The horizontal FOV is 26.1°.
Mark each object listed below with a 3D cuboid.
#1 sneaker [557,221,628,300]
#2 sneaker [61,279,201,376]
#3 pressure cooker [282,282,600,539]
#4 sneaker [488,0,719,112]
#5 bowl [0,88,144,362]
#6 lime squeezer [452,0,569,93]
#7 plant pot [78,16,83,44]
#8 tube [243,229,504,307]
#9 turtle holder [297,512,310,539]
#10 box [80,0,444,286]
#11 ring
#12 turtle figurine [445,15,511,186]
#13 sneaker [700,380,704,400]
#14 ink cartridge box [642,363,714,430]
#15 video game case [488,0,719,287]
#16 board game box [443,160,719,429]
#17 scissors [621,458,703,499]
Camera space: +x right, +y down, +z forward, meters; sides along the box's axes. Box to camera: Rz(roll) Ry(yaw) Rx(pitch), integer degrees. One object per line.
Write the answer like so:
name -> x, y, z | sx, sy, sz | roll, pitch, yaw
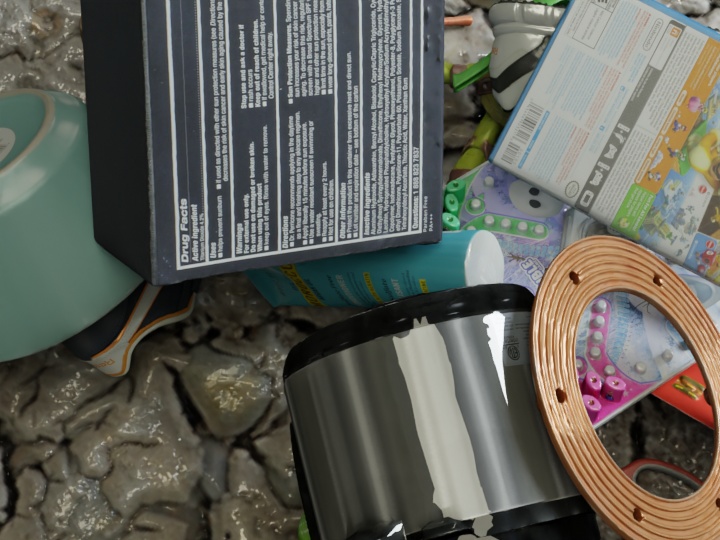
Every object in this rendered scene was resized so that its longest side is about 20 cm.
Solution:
sneaker -> 0.122, 0.045, 1.084 | 0.199, 0.077, 0.076 | -32, 73, -12
sneaker -> -0.149, -0.014, 1.105 | 0.078, 0.080, 0.201 | 1, 46, 44
pressure cooker -> 0.051, 0.125, 0.937 | 0.174, 0.179, 0.202 | -14, 77, -8
sneaker -> 0.183, -0.134, 1.064 | 0.198, 0.074, 0.081 | 8, 92, 10
bowl -> -0.230, -0.047, 1.041 | 0.199, 0.105, 0.202 | -18, 37, 14
lime squeezer -> 0.162, -0.172, 1.110 | 0.198, 0.038, 0.071 | -5, 48, 2
plant pot -> -0.095, -0.153, 1.113 | 0.199, 0.201, 0.094 | -11, 113, -4
tube -> 0.000, 0.000, 1.047 | 0.199, 0.078, 0.051 | -1, 47, 36
turtle holder -> -0.070, 0.239, 0.990 | 0.184, 0.132, 0.142 | -16, 67, -18
box -> -0.061, -0.113, 0.952 | 0.197, 0.123, 0.202 | -9, 109, -28
ring -> 0.169, 0.076, 0.936 | 0.199, 0.019, 0.202 | 21, 55, -34
turtle figurine -> 0.123, -0.117, 1.141 | 0.198, 0.064, 0.163 | 11, 73, 3
sneaker -> 0.284, 0.121, 1.062 | 0.199, 0.091, 0.078 | 34, 49, 29
ink cartridge box -> 0.307, 0.050, 1.039 | 0.159, 0.048, 0.200 | 30, 46, 26
video game case -> 0.203, -0.088, 1.016 | 0.199, 0.018, 0.144 | 29, 96, 8
board game box -> 0.169, -0.021, 1.052 | 0.199, 0.026, 0.200 | -30, 67, -17
scissors -> 0.152, 0.142, 1.091 | 0.199, 0.014, 0.074 | 26, 77, 8
